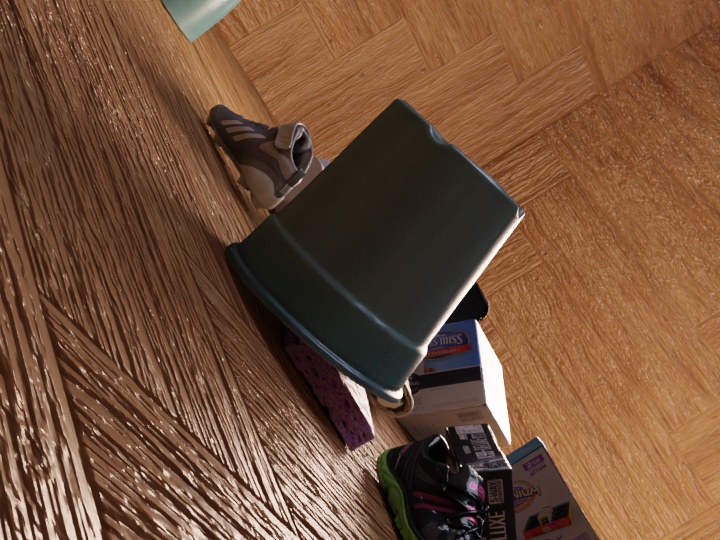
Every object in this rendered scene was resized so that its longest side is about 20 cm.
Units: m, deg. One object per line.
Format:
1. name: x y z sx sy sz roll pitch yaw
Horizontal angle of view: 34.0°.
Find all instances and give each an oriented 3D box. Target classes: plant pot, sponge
1. plant pot: 0.024 -0.026 1.010 0.200 0.196 0.200 42 7 -6
2. plant pot: -0.276 -0.518 2.011 0.201 0.160 0.201 59 3 -4
3. sponge: -0.033 0.082 1.095 0.112 0.030 0.200 58 2 -13

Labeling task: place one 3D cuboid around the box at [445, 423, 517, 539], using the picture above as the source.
1. box: 0.123 0.253 1.193 0.200 0.049 0.159 -94 180 -84

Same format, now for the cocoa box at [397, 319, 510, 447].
1. cocoa box: 0.133 0.174 1.714 0.200 0.133 0.132 55 28 -60

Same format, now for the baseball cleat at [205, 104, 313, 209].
1. baseball cleat: -0.114 -0.150 1.398 0.070 0.106 0.200 48 7 -48

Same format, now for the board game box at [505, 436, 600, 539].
1. board game box: 0.189 0.312 1.320 0.201 0.153 0.040 59 1 -4

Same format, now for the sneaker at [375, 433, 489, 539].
1. sneaker: 0.076 0.213 1.029 0.077 0.084 0.200 56 4 -41

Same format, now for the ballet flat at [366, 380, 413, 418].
1. ballet flat: 0.012 0.106 1.378 0.200 0.069 0.070 57 3 -42

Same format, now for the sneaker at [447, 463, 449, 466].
1. sneaker: 0.138 0.286 1.502 0.112 0.077 0.200 58 2 -37

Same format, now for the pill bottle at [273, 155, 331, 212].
1. pill bottle: -0.058 -0.087 1.697 0.113 0.112 0.200 60 3 31

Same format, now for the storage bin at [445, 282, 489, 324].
1. storage bin: 0.085 0.050 1.859 0.136 0.199 0.094 58 2 -20
